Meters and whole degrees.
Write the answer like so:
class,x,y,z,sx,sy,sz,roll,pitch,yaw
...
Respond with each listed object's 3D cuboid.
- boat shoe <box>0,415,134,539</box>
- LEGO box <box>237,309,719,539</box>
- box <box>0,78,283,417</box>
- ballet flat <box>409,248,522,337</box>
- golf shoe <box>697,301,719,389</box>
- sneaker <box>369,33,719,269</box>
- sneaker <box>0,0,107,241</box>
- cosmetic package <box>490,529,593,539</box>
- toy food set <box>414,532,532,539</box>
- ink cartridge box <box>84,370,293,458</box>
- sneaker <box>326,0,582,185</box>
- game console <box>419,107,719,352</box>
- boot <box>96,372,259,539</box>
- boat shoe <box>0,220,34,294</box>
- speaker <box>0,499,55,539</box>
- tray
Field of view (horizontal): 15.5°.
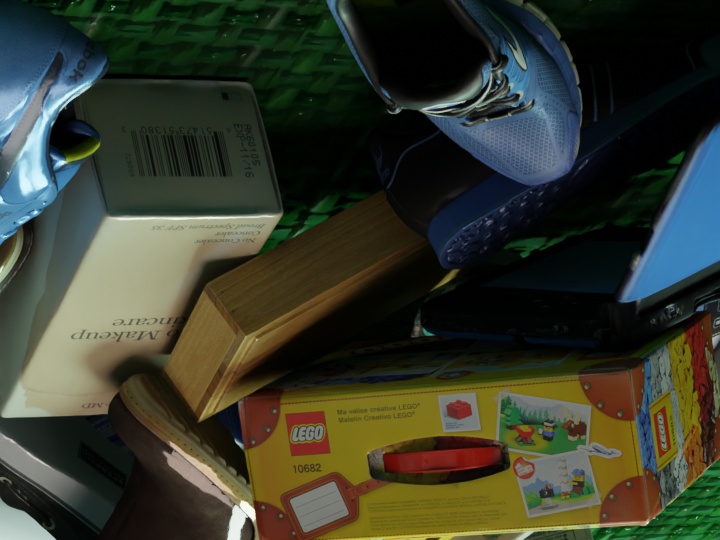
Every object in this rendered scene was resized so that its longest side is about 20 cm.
class,x,y,z,sx,sy,sz,roll,pitch,yaw
boat shoe,-0.172,0.106,1.431,0.057,0.069,0.200,-36,113,27
LEGO box,0.064,0.077,1.308,0.200,0.077,0.149,-6,-173,23
box,-0.118,-0.008,1.305,0.095,0.078,0.200,-2,150,-24
ballet flat,0.064,0.029,1.469,0.069,0.071,0.200,26,154,-3
golf shoe,0.168,0.050,1.453,0.200,0.095,0.078,-33,174,-14
sneaker,0.099,-0.078,1.292,0.200,0.078,0.070,-28,157,-21
sneaker,-0.167,-0.035,1.190,0.078,0.066,0.200,18,132,-9
cosmetic package,0.106,0.210,1.684,0.104,0.200,0.073,-14,154,2
toy food set,0.018,0.139,1.507,0.200,0.060,0.144,10,141,-38
ink cartridge box,-0.094,0.110,1.540,0.136,0.076,0.200,-27,151,23
sneaker,0.035,-0.091,1.165,0.079,0.089,0.200,-24,137,23
game console,0.144,-0.039,1.309,0.171,0.118,0.200,3,-166,33
boot,-0.119,0.155,1.376,0.166,0.072,0.200,-36,135,2
boat shoe,-0.231,0.018,1.325,0.200,0.073,0.065,-32,164,28
speaker,-0.205,0.162,1.585,0.081,0.081,0.200,-28,149,27
tray,0.000,0.000,1.327,0.200,0.037,0.099,-28,164,-29
